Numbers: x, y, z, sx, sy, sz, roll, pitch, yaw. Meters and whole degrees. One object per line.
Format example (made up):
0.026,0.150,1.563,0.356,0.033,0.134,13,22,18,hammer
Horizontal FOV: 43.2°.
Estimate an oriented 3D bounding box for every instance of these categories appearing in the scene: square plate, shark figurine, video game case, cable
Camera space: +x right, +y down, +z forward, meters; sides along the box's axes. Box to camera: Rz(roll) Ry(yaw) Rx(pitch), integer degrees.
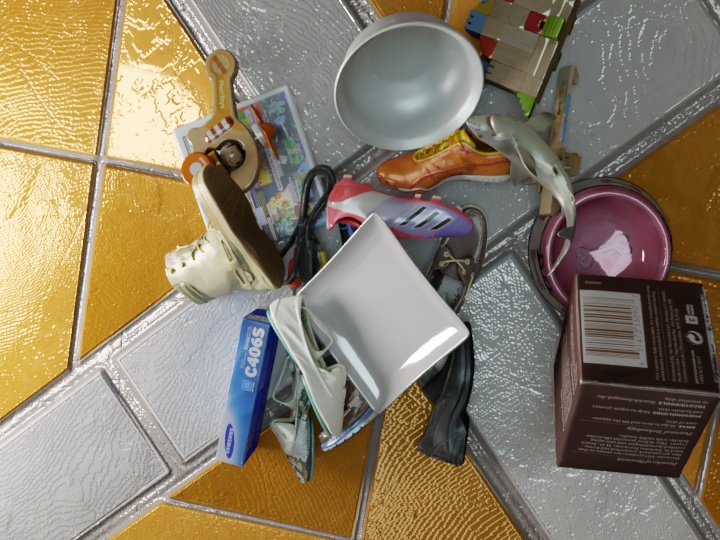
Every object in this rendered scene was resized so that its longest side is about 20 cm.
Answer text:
0.025,0.058,1.201,0.199,0.028,0.200,52,124,10,square plate
0.225,-0.113,1.168,0.127,0.090,0.216,-27,79,-34,shark figurine
-0.151,-0.135,1.288,0.179,0.023,0.204,-19,92,8,video game case
-0.074,-0.049,1.269,0.095,0.050,0.204,9,103,20,cable

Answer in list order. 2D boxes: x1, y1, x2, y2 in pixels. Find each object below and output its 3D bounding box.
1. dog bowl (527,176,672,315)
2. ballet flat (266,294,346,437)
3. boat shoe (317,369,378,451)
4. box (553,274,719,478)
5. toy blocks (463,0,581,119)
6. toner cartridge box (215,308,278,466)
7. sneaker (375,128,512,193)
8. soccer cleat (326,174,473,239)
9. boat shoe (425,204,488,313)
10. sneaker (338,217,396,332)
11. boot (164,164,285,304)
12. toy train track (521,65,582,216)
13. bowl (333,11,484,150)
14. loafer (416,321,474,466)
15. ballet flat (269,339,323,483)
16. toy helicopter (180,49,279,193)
0.326,-0.024,1.221,0.196,0.074,0.205,1,95,6,dog bowl
-0.057,0.123,1.224,0.069,0.069,0.203,-27,87,8,ballet flat
0.008,0.170,1.282,0.199,0.072,0.073,-41,86,-2,boat shoe
0.338,0.134,1.145,0.160,0.168,0.202,4,140,5,box
0.202,-0.320,1.205,0.135,0.100,0.203,24,98,15,toy blocks
-0.155,0.162,1.281,0.042,0.095,0.204,12,96,6,toner cartridge box
0.116,-0.155,1.224,0.196,0.074,0.078,-11,130,-1,sneaker
0.050,-0.066,1.209,0.196,0.067,0.078,16,78,-2,soccer cleat
0.125,0.007,1.252,0.071,0.060,0.203,23,98,4,boat shoe
0.000,0.000,1.262,0.077,0.069,0.203,-28,76,38,sneaker
-0.209,-0.041,1.230,0.153,0.074,0.201,-13,130,25,boot
0.271,-0.171,1.217,0.032,0.114,0.204,13,82,-28,toy train track
0.058,-0.264,1.198,0.197,0.092,0.203,-5,139,-4,bowl
0.120,0.170,1.265,0.071,0.073,0.205,7,95,10,loafer
-0.095,0.198,1.289,0.070,0.072,0.205,5,91,6,ballet flat
-0.175,-0.203,1.239,0.129,0.079,0.205,-7,83,12,toy helicopter
